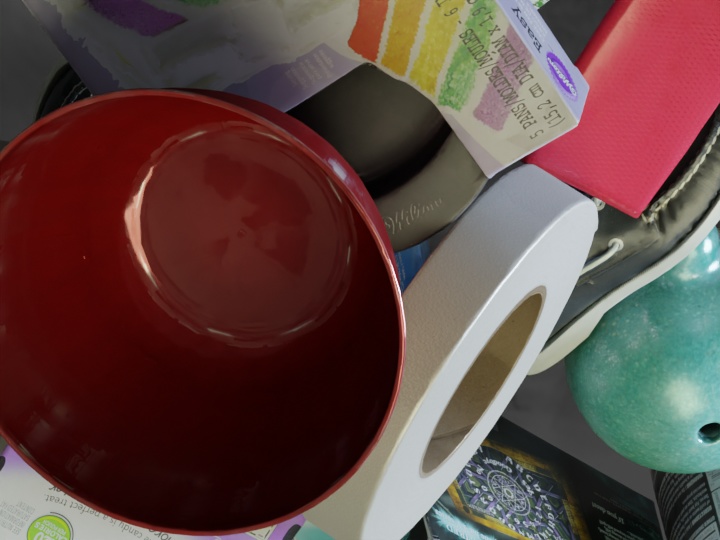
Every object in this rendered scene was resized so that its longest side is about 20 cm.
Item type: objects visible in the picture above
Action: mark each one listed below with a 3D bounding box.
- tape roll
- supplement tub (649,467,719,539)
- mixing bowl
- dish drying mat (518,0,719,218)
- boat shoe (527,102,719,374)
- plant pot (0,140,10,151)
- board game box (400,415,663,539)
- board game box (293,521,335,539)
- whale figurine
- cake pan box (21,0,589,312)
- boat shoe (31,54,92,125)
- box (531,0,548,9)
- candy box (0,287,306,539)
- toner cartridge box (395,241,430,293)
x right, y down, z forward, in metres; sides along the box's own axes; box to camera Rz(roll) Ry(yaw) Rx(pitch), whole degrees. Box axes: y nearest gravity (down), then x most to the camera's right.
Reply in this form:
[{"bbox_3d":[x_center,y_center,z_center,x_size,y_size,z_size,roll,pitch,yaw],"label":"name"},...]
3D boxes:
[{"bbox_3d":[0.044,0.043,1.337,0.037,0.203,0.203,33,129,14],"label":"tape roll"},{"bbox_3d":[0.224,0.164,1.528,0.107,0.200,0.107,-5,133,-5],"label":"supplement tub"},{"bbox_3d":[-0.065,0.003,1.222,0.200,0.108,0.200,6,112,14],"label":"mixing bowl"},{"bbox_3d":[0.156,-0.122,1.348,0.077,0.018,0.200,24,108,-27],"label":"dish drying mat"},{"bbox_3d":[0.119,-0.024,1.428,0.060,0.076,0.200,26,119,-28],"label":"boat shoe"},{"bbox_3d":[-0.256,-0.007,1.311,0.174,0.200,0.200,35,126,7],"label":"plant pot"},{"bbox_3d":[0.093,0.141,1.533,0.200,0.135,0.028,30,122,-30],"label":"board game box"},{"bbox_3d":[-0.080,0.133,1.463,0.151,0.047,0.200,-28,121,-20],"label":"board game box"},{"bbox_3d":[0.203,0.033,1.473,0.200,0.104,0.159,-26,130,14],"label":"whale figurine"},{"bbox_3d":[-0.024,-0.100,1.260,0.184,0.052,0.200,-28,106,22],"label":"cake pan box"},{"bbox_3d":[-0.130,-0.019,1.401,0.074,0.066,0.199,5,131,-14],"label":"boat shoe"},{"bbox_3d":[0.008,-0.177,1.298,0.137,0.039,0.200,-37,126,25],"label":"box"},{"bbox_3d":[-0.129,0.120,1.356,0.168,0.072,0.200,36,88,-35],"label":"candy box"},{"bbox_3d":[0.000,0.000,1.415,0.043,0.095,0.200,2,135,17],"label":"toner cartridge box"}]
